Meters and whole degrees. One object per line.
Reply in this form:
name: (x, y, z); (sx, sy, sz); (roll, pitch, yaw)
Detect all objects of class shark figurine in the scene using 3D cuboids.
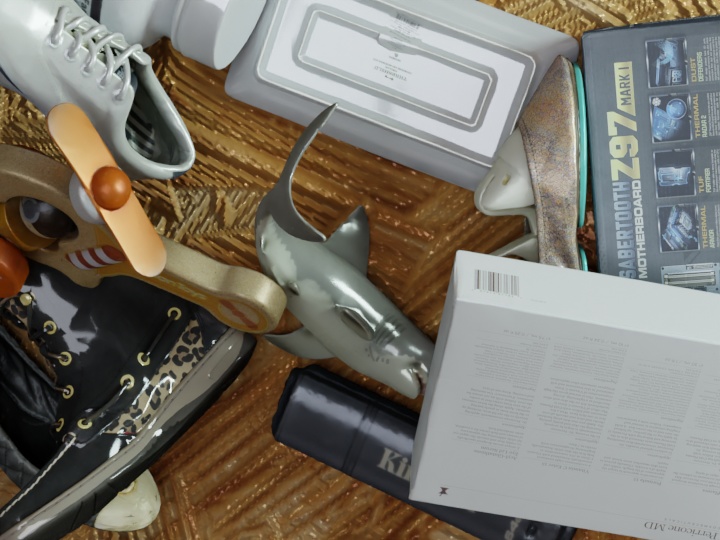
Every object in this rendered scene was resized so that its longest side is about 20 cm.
shark figurine: (-0.018, -0.013, 0.984); (0.127, 0.215, 0.090); (9, 58, 37)

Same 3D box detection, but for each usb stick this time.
usb stick: (0.039, 0.119, 1.024); (0.198, 0.033, 0.056); (25, 100, 6)

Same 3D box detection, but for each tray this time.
tray: (0.022, -0.121, 1.001); (0.198, 0.022, 0.108); (21, 100, 7)

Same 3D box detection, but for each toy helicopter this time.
toy helicopter: (-0.131, -0.020, 0.941); (0.198, 0.132, 0.079); (24, 59, -8)

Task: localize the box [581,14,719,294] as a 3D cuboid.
box: (0.211, -0.045, 0.960); (0.156, 0.051, 0.202); (-5, 97, 11)

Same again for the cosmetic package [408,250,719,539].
cosmetic package: (0.136, 0.077, 0.944); (0.198, 0.052, 0.152); (10, 124, -2)

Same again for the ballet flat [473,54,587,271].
ballet flat: (0.100, -0.021, 0.968); (0.066, 0.068, 0.202); (-5, 100, -1)

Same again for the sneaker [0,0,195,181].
sneaker: (-0.154, -0.118, 0.927); (0.070, 0.200, 0.074); (2, 63, 28)

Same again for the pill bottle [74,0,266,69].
pill bottle: (-0.152, -0.198, 0.977); (0.199, 0.111, 0.112); (27, 102, 5)

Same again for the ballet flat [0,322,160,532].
ballet flat: (-0.205, 0.091, 1.045); (0.200, 0.066, 0.057); (40, 139, 6)

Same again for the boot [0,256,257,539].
boot: (-0.178, 0.060, 1.006); (0.200, 0.073, 0.151); (-42, 84, -19)
